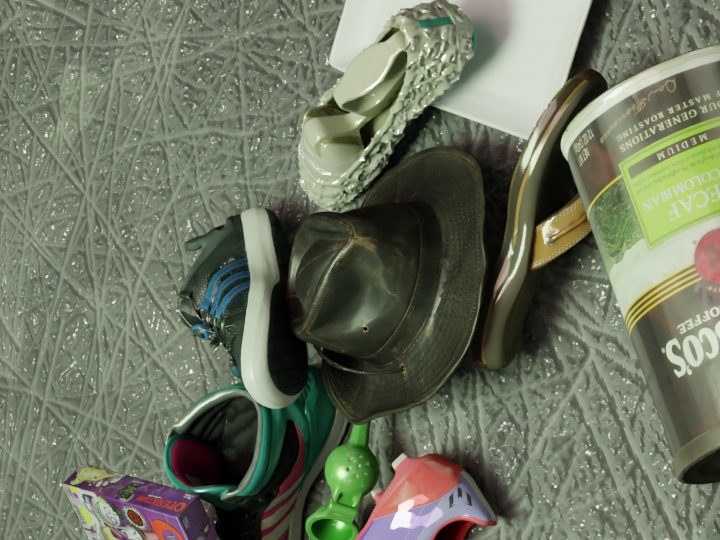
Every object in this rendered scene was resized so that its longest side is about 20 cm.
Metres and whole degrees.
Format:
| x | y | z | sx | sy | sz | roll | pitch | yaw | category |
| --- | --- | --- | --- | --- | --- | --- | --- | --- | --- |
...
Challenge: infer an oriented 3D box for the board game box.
| x | y | z | sx | sy | sz | roll | pitch | yaw | category |
| --- | --- | --- | --- | --- | --- | --- | --- | --- | --- |
| -0.124 | 0.227 | 1.253 | 0.120 | 0.032 | 0.200 | 4 | 127 | 38 | board game box |

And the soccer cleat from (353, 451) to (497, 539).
| x | y | z | sx | sy | sz | roll | pitch | yaw | category |
| --- | --- | --- | --- | --- | --- | --- | --- | --- | --- |
| 0.015 | 0.209 | 1.189 | 0.076 | 0.067 | 0.200 | 42 | 111 | 30 | soccer cleat |

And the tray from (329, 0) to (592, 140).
| x | y | z | sx | sy | sz | roll | pitch | yaw | category |
| --- | --- | --- | --- | --- | --- | --- | --- | --- | --- |
| 0.067 | -0.160 | 1.198 | 0.200 | 0.022 | 0.108 | 25 | 103 | 39 | tray |

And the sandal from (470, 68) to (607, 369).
| x | y | z | sx | sy | sz | roll | pitch | yaw | category |
| --- | --- | --- | --- | --- | --- | --- | --- | --- | --- |
| 0.119 | -0.025 | 1.109 | 0.054 | 0.082 | 0.201 | 22 | 105 | 19 | sandal |

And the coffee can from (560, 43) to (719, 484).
| x | y | z | sx | sy | sz | roll | pitch | yaw | category |
| --- | --- | --- | --- | --- | --- | --- | --- | --- | --- |
| 0.208 | -0.003 | 0.982 | 0.146 | 0.146 | 0.201 | -31 | 67 | 35 | coffee can |

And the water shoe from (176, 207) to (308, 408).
| x | y | z | sx | sy | sz | roll | pitch | yaw | category |
| --- | --- | --- | --- | --- | --- | --- | --- | --- | --- |
| -0.083 | 0.034 | 1.231 | 0.079 | 0.072 | 0.200 | -20 | 31 | 9 | water shoe |

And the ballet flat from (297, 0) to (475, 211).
| x | y | z | sx | sy | sz | roll | pitch | yaw | category |
| --- | --- | --- | --- | --- | --- | --- | --- | --- | --- |
| -0.001 | -0.110 | 1.200 | 0.200 | 0.072 | 0.072 | -49 | 57 | 41 | ballet flat |

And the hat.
| x | y | z | sx | sy | sz | roll | pitch | yaw | category |
| --- | --- | --- | --- | --- | --- | --- | --- | --- | --- |
| 0.000 | 0.000 | 1.165 | 0.201 | 0.081 | 0.201 | -40 | 40 | 46 | hat |

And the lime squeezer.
| x | y | z | sx | sy | sz | roll | pitch | yaw | category |
| --- | --- | --- | --- | --- | --- | --- | --- | --- | --- |
| -0.018 | 0.150 | 1.221 | 0.071 | 0.038 | 0.201 | 40 | 116 | 63 | lime squeezer |

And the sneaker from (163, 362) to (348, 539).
| x | y | z | sx | sy | sz | roll | pitch | yaw | category |
| --- | --- | --- | --- | --- | --- | --- | --- | --- | --- |
| -0.087 | 0.156 | 1.241 | 0.084 | 0.121 | 0.201 | 31 | 107 | 38 | sneaker |
